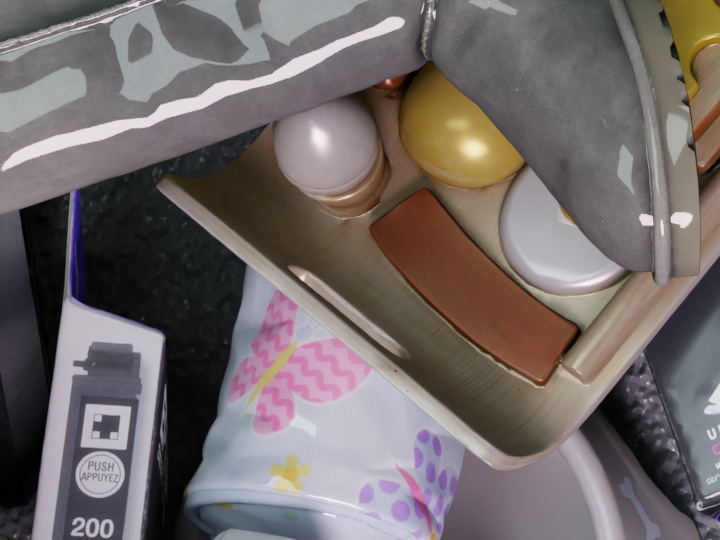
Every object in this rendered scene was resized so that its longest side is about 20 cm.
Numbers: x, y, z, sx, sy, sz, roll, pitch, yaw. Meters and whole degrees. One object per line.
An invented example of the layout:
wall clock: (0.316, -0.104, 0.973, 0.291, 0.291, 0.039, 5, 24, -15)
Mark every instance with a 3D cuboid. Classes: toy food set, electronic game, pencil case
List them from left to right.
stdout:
electronic game: (-0.142, -0.013, 0.884, 0.041, 0.200, 0.201, -10, 73, -7)
pencil case: (0.000, 0.000, 0.801, 0.090, 0.083, 0.201, -6, 63, 37)
toy food set: (0.053, -0.059, 0.719, 0.143, 0.060, 0.200, 38, 85, 24)

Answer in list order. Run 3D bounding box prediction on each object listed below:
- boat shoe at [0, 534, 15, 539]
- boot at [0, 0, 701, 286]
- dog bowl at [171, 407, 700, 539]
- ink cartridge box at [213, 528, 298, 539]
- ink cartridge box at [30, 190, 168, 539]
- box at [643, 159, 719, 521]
boat shoe: (-0.188, 0.132, 0.921, 0.200, 0.065, 0.072, -17, 102, 53)
boot: (-0.019, -0.053, 0.667, 0.199, 0.073, 0.183, -15, 59, -4)
dog bowl: (0.019, 0.114, 0.851, 0.199, 0.059, 0.201, -6, 76, 23)
ink cartridge box: (-0.045, 0.216, 0.714, 0.043, 0.201, 0.197, 5, 41, 26)
ink cartridge box: (-0.089, 0.099, 0.823, 0.043, 0.198, 0.201, 5, 65, -3)
box: (0.138, -0.025, 0.788, 0.106, 0.122, 0.201, -23, 71, 15)
